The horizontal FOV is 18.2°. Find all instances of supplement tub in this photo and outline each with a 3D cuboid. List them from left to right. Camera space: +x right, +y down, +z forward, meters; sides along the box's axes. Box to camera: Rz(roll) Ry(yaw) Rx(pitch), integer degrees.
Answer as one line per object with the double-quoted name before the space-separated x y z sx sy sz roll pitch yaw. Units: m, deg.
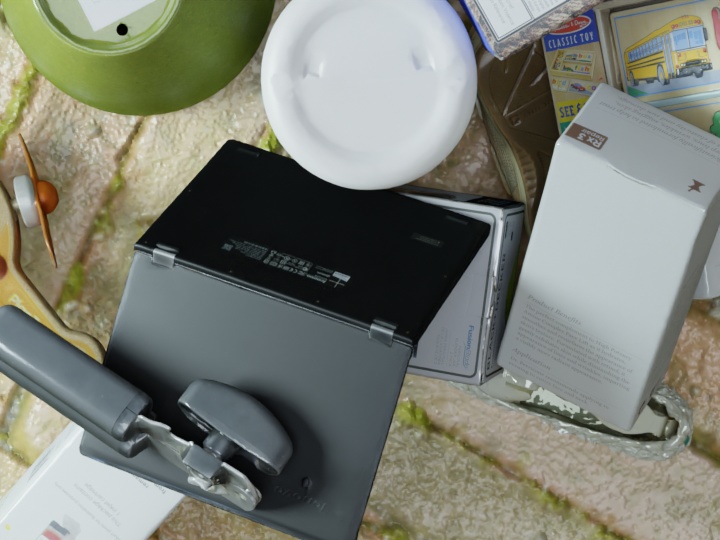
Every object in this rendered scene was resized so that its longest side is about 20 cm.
"supplement tub" 0.005 -0.123 1.407 0.131 0.200 0.133 0 98 0

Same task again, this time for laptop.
"laptop" -0.046 0.040 1.388 0.186 0.200 0.117 19 131 16

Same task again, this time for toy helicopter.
"toy helicopter" -0.231 -0.001 1.475 0.132 0.079 0.200 -42 86 -7

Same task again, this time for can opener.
"can opener" -0.132 0.074 1.344 0.199 0.053 0.067 32 70 15

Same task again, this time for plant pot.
"plant pot" -0.147 -0.185 1.398 0.185 0.200 0.189 0 97 0

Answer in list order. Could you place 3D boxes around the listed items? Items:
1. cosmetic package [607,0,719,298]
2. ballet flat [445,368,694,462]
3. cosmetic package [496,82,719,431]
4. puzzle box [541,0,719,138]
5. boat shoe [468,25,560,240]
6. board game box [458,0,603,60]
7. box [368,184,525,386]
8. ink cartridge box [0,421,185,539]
"cosmetic package" 0.227 -0.090 1.450 0.101 0.074 0.202 -14 98 -31
"ballet flat" 0.134 0.072 1.501 0.199 0.072 0.072 20 97 -2
"cosmetic package" 0.156 -0.006 1.379 0.101 0.074 0.201 27 136 13
"puzzle box" 0.205 -0.108 1.365 0.199 0.025 0.134 -8 95 40
"boat shoe" 0.125 -0.075 1.483 0.071 0.065 0.201 -24 113 -4
"board game box" 0.123 -0.241 1.297 0.199 0.097 0.160 -30 98 3
"box" 0.000 0.000 1.463 0.198 0.060 0.118 8 97 18
"ink cartridge box" -0.199 0.174 1.472 0.083 0.145 0.200 42 96 -6
